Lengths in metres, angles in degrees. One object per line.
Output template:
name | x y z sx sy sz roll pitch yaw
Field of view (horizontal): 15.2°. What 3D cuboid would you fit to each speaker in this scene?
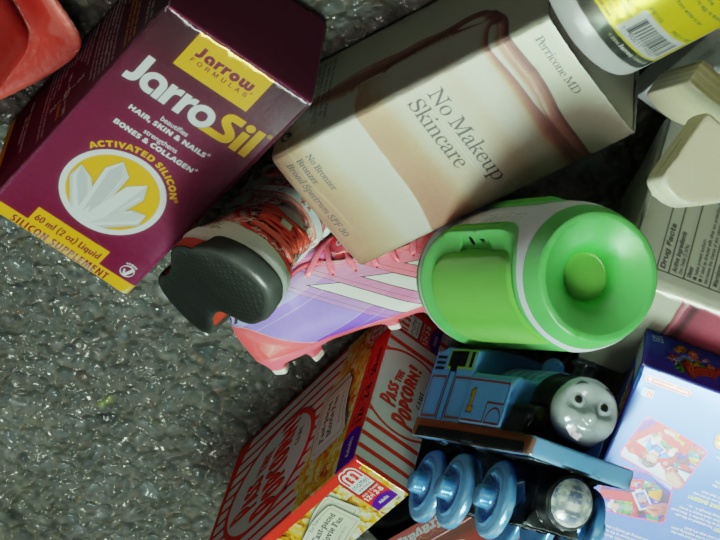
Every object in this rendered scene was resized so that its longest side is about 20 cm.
speaker | 0.099 0.004 1.584 0.088 0.089 0.200 27 171 -17

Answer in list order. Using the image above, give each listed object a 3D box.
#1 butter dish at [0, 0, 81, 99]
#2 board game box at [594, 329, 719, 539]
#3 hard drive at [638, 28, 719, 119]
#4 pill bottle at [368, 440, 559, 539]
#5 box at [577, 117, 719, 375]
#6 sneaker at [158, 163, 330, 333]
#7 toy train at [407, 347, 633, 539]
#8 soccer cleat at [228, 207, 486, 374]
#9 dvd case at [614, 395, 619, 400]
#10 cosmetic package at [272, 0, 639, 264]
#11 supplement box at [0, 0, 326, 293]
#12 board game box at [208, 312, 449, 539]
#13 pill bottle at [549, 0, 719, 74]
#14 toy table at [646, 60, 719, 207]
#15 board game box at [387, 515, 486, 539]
butter dish | -0.299 -0.131 1.589 0.198 0.148 0.200 -22 125 23
board game box | 0.237 0.133 1.605 0.199 0.045 0.135 20 118 -1
hard drive | 0.284 -0.096 1.636 0.199 0.025 0.132 34 126 -21
pill bottle | 0.085 0.203 1.856 0.111 0.112 0.200 -24 125 24
box | 0.249 0.013 1.637 0.199 0.128 0.109 21 149 -1
sneaker | -0.059 -0.023 1.636 0.067 0.108 0.201 45 166 -5
toy train | 0.092 0.106 1.603 0.086 0.115 0.200 18 174 -19
soccer cleat | 0.000 0.000 1.727 0.199 0.067 0.077 -25 114 26
dvd case | 0.161 0.107 1.737 0.199 0.022 0.146 -7 160 44
cosmetic package | 0.057 -0.098 1.618 0.199 0.088 0.103 -27 121 26
supplement box | -0.125 -0.094 1.642 0.110 0.086 0.200 33 126 -20
board game box | -0.027 0.132 1.770 0.046 0.152 0.200 34 130 -14
pill bottle | 0.202 -0.199 1.500 0.199 0.113 0.113 -27 123 25
toy table | 0.249 -0.078 1.525 0.117 0.201 0.183 42 148 -17
board game box | 0.020 0.212 1.757 0.199 0.020 0.103 -31 142 18
